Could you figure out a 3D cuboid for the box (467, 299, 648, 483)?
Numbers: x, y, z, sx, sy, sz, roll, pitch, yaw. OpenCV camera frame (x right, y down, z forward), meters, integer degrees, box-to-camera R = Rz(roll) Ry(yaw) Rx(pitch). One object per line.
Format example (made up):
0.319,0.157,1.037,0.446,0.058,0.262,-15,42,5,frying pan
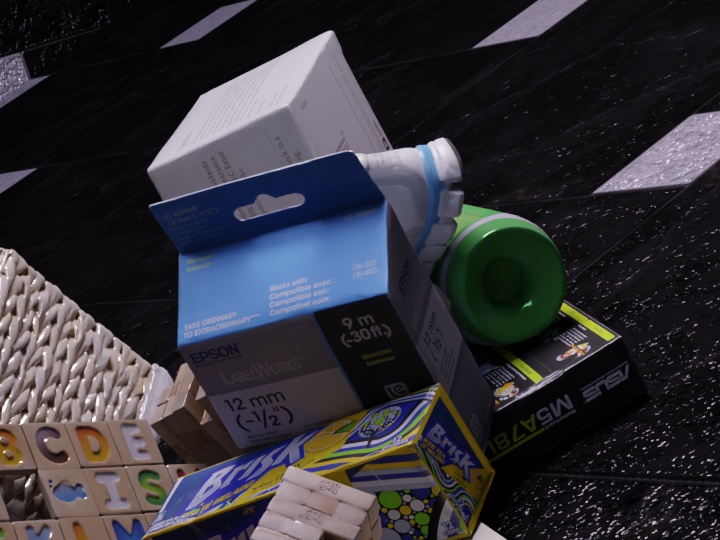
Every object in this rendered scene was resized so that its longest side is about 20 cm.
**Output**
0.067,0.088,1.678,0.192,0.048,0.200,-29,14,-7,box

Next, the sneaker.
0.000,0.000,1.656,0.086,0.201,0.075,0,36,-19,sneaker

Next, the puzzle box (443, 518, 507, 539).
0.029,0.190,1.446,0.133,0.026,0.200,-32,15,-10,puzzle box

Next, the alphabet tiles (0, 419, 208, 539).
-0.151,0.162,1.566,0.199,0.168,0.008,1,-36,-44,alphabet tiles

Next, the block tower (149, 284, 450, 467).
-0.039,0.058,1.634,0.199,0.058,0.054,-28,28,30,block tower

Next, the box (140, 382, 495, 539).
-0.026,0.137,1.530,0.199,0.070,0.064,-22,21,29,box

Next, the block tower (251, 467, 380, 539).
-0.053,0.203,1.368,0.058,0.054,0.201,17,56,20,block tower

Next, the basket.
-0.254,0.129,1.677,0.198,0.161,0.201,-28,32,33,basket

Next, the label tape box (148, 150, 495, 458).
-0.027,0.038,1.538,0.143,0.201,0.066,-14,35,24,label tape box

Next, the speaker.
0.065,-0.001,1.726,0.088,0.089,0.200,-32,14,-12,speaker

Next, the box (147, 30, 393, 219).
-0.047,-0.050,2.037,0.130,0.200,0.200,-23,16,18,box
